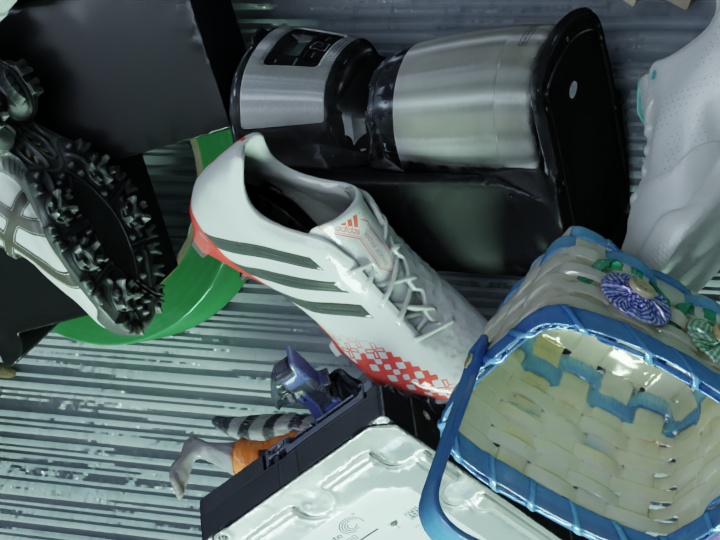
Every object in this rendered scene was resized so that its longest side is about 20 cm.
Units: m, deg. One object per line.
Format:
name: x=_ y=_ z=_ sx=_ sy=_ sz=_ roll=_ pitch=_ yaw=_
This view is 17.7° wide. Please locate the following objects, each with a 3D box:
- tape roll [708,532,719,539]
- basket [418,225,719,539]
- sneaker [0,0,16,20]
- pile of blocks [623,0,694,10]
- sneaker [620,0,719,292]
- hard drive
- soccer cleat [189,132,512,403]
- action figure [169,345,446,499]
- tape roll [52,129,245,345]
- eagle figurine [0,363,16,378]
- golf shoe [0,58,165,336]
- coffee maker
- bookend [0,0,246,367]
tape roll: x=0.281 y=0.168 z=1.204 sx=0.198 sy=0.085 sz=0.202 roll=2 pitch=94 yaw=28
basket: x=0.121 y=0.087 z=1.153 sx=0.175 sy=0.201 sz=0.139 roll=26 pitch=139 yaw=-13
sneaker: x=-0.183 y=-0.200 z=1.260 sx=0.115 sy=0.200 sz=0.074 roll=-38 pitch=107 yaw=11
pile of blocks: x=0.134 y=-0.224 z=1.217 sx=0.082 sy=0.062 sz=0.201 roll=-17 pitch=111 yaw=41
sneaker: x=0.178 y=-0.069 z=1.252 sx=0.088 sy=0.075 sz=0.201 roll=33 pitch=98 yaw=27
hard drive: x=0.027 y=0.150 z=1.282 sx=0.139 sy=0.200 sz=0.038 roll=-36 pitch=37 yaw=24
soccer cleat: x=0.000 y=0.000 z=1.222 sx=0.199 sy=0.069 sz=0.085 roll=34 pitch=142 yaw=-1
action figure: x=-0.014 y=0.086 z=1.325 sx=0.192 sy=0.200 sz=0.105 roll=-21 pitch=44 yaw=20
tape roll: x=-0.149 y=-0.056 z=1.427 sx=0.199 sy=0.048 sz=0.202 roll=3 pitch=96 yaw=26
eagle figurine: x=-0.329 y=0.084 z=1.492 sx=0.199 sy=0.151 sz=0.153 roll=-20 pitch=95 yaw=16
golf shoe: x=-0.189 y=-0.040 z=1.280 sx=0.094 sy=0.078 sz=0.201 roll=-31 pitch=99 yaw=38
coffee maker: x=0.039 y=-0.044 z=1.284 sx=0.198 sy=0.134 sz=0.194 roll=0 pitch=95 yaw=28
bookend: x=-0.138 y=-0.072 z=1.339 sx=0.198 sy=0.092 sz=0.200 roll=-15 pitch=102 yaw=16
